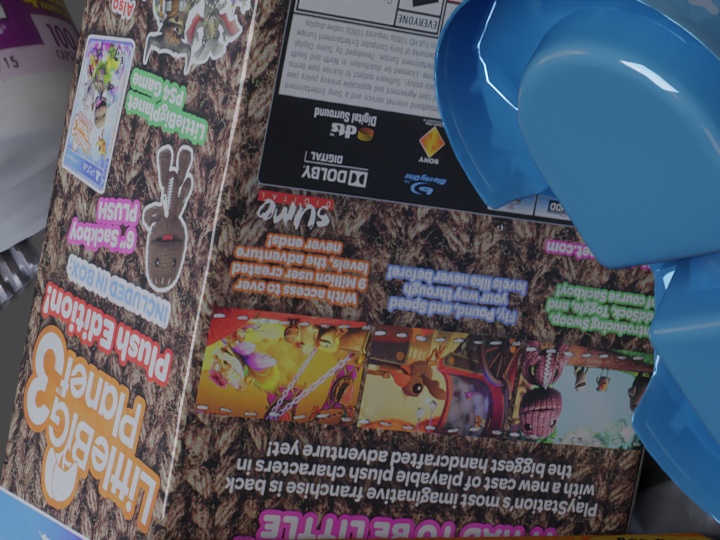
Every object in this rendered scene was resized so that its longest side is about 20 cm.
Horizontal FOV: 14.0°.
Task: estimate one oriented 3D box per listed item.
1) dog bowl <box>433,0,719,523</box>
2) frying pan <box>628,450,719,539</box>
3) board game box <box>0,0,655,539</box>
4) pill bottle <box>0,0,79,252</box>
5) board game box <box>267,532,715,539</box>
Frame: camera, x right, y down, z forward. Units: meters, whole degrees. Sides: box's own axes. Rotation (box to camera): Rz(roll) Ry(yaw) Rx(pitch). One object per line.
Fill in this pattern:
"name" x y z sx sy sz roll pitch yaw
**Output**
"dog bowl" 0.102 -0.008 0.771 0.111 0.050 0.200 -10 119 51
"frying pan" 0.131 0.076 0.847 0.190 0.031 0.115 -39 72 29
"board game box" 0.000 0.000 0.835 0.097 0.159 0.201 20 100 56
"pill bottle" -0.168 -0.105 0.979 0.112 0.112 0.201 -36 73 26
"board game box" 0.049 0.189 0.730 0.200 0.199 0.201 22 107 57
